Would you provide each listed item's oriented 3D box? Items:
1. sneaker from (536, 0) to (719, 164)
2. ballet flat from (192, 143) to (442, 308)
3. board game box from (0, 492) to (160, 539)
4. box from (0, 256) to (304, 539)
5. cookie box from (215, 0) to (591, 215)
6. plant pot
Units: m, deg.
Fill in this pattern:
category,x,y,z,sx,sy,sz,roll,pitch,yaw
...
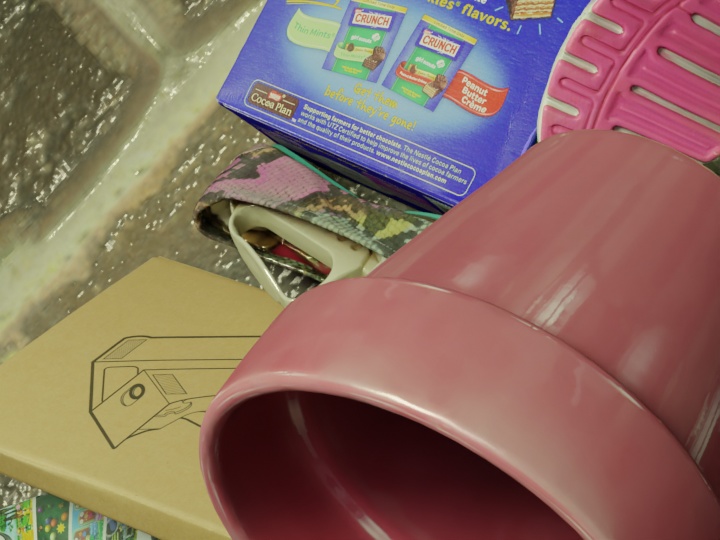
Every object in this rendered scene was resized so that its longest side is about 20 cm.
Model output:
category,x,y,z,sx,sy,sz,roll,pitch,yaw
sneaker,0.141,-0.115,0.794,0.081,0.088,0.200,36,90,-6
ballet flat,0.000,0.000,0.882,0.200,0.069,0.071,26,58,36
board game box,-0.127,0.180,0.897,0.200,0.064,0.148,-22,62,21
box,-0.068,0.060,0.869,0.200,0.021,0.163,17,36,32
cookie box,0.056,-0.128,0.898,0.171,0.075,0.200,26,86,33
plant pot,0.069,0.051,0.722,0.200,0.200,0.179,16,50,32
